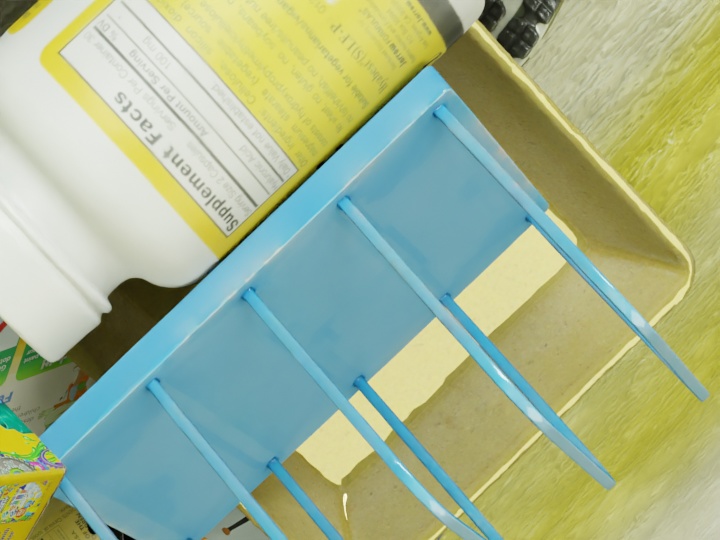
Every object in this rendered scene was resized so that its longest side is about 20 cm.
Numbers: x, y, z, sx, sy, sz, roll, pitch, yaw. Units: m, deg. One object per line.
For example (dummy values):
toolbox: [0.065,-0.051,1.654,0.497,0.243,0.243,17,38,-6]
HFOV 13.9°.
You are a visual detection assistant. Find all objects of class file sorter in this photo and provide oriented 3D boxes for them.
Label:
file sorter: [0.008,0.057,1.055,0.200,0.123,0.139,-43,155,3]

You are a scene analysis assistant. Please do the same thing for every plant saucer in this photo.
plant saucer: [0.000,0.000,1.157,0.200,0.048,0.200,-44,118,3]

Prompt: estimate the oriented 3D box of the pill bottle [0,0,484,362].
pill bottle: [-0.062,-0.066,1.030,0.200,0.111,0.111,-43,154,-2]

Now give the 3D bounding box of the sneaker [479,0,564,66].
sneaker: [0.040,-0.092,1.398,0.200,0.077,0.089,-54,167,21]

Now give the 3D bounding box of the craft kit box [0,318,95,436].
craft kit box: [-0.180,0.035,1.243,0.199,0.048,0.198,-20,139,-45]

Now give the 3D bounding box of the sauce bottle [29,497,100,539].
sauce bottle: [-0.192,0.164,1.376,0.200,0.066,0.066,-35,151,-22]

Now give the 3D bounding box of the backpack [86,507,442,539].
backpack: [-0.034,0.063,1.300,0.191,0.154,0.200,-51,-163,6]

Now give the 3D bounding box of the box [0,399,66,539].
box: [-0.245,0.056,0.990,0.192,0.200,0.122,0,128,-56]
